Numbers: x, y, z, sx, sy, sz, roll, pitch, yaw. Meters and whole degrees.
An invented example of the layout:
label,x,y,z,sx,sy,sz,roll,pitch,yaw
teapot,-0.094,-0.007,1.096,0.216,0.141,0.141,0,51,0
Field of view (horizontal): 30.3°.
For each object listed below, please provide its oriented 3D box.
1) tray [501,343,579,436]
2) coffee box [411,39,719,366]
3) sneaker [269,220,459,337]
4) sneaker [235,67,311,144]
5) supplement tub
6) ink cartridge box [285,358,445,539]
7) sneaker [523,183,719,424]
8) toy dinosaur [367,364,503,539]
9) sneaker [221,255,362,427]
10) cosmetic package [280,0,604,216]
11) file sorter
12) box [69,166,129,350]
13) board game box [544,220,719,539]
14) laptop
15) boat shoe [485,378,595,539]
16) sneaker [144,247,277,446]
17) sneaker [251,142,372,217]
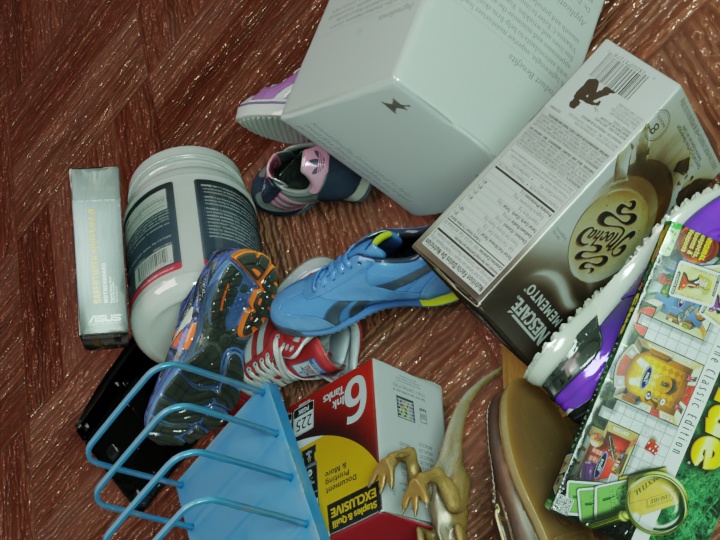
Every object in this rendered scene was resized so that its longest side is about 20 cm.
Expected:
label,x,y,z,sx,sy,sz,roll,pitch,yaw
tray,0.150,0.024,1.005,0.098,0.037,0.201,-29,48,40
coffee box,0.147,-0.043,0.933,0.200,0.113,0.080,-47,50,0
sneaker,0.000,0.000,1.127,0.199,0.079,0.066,-14,43,26
sneaker,-0.034,-0.189,1.312,0.199,0.073,0.115,-3,68,37
supplement tub,-0.168,-0.013,1.345,0.140,0.140,0.201,-42,41,29
ink cartridge box,-0.023,0.197,1.083,0.200,0.084,0.177,-33,47,37
sneaker,0.212,0.034,0.899,0.200,0.070,0.100,-45,74,-3
toy dinosaur,0.064,0.155,0.996,0.060,0.106,0.202,-13,67,43
sneaker,-0.074,0.090,1.223,0.200,0.071,0.113,-51,34,16
cosmetic package,0.069,-0.177,1.090,0.164,0.164,0.201,-7,55,54
file sorter,-0.125,0.191,1.043,0.139,0.122,0.201,-48,41,23
box,-0.260,-0.006,1.332,0.200,0.048,0.160,147,118,-78
board game box,0.204,0.080,0.850,0.023,0.104,0.201,173,120,-86
laptop,-0.217,0.126,1.440,0.200,0.103,0.178,45,109,26
boat shoe,0.119,0.176,0.907,0.070,0.070,0.201,-41,51,41
sneaker,-0.140,0.068,1.212,0.201,0.075,0.078,-62,30,4
sneaker,-0.069,-0.097,1.310,0.199,0.082,0.071,-10,73,55
